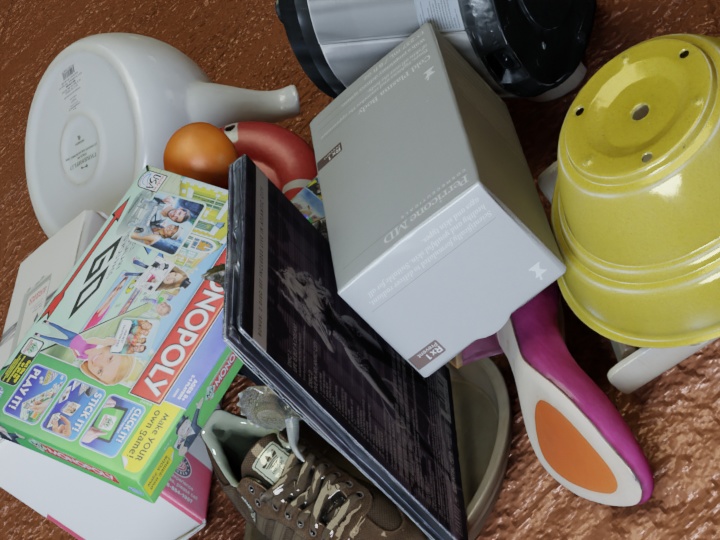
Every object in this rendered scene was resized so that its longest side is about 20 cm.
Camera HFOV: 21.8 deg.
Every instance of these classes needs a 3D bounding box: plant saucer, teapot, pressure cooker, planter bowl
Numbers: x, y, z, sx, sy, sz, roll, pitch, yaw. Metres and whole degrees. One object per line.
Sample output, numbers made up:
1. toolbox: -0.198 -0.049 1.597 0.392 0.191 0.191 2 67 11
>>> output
1. plant saucer: 0.013 0.129 1.117 0.199 0.029 0.201 -31 33 24
2. teapot: -0.166 -0.091 1.487 0.200 0.145 0.199 36 116 41
3. pressure cooker: 0.036 -0.197 1.231 0.199 0.178 0.177 -2 71 33
4. planter bowl: 0.168 -0.065 1.011 0.199 0.083 0.202 -25 45 27

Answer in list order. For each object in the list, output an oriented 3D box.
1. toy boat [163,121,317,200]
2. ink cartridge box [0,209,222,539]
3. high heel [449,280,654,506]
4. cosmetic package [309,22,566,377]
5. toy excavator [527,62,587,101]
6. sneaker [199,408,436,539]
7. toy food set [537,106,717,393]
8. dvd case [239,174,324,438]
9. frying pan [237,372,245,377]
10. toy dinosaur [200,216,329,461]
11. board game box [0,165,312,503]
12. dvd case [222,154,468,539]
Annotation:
1. toy boat: -0.094 -0.044 1.280 0.129 0.131 0.201 -13 33 13
2. ink cartridge box: -0.171 0.079 1.280 0.083 0.146 0.201 -35 31 28
3. high heel: 0.124 0.055 1.048 0.096 0.068 0.200 -20 43 -24
4. cosmetic package: 0.040 -0.045 1.082 0.107 0.090 0.200 -39 26 15
5. toy excavator: 0.130 -0.230 1.348 0.195 0.100 0.200 -50 40 -5
6. sneaker: -0.034 0.134 1.067 0.071 0.076 0.200 -52 31 -12
7. toy food set: 0.181 -0.033 1.075 0.143 0.060 0.201 -35 32 17
8. dvd case: 0.000 0.000 1.180 0.142 0.018 0.200 36 69 28
9. frying pan: -0.021 0.030 1.263 0.189 0.031 0.115 -4 47 50
10. toy dinosaur: -0.034 0.031 1.100 0.076 0.103 0.200 -13 13 21
11. board game box: -0.130 0.033 1.153 0.134 0.029 0.201 17 62 30
12. dvd case: -0.007 0.047 1.016 0.016 0.200 0.149 -30 34 20
